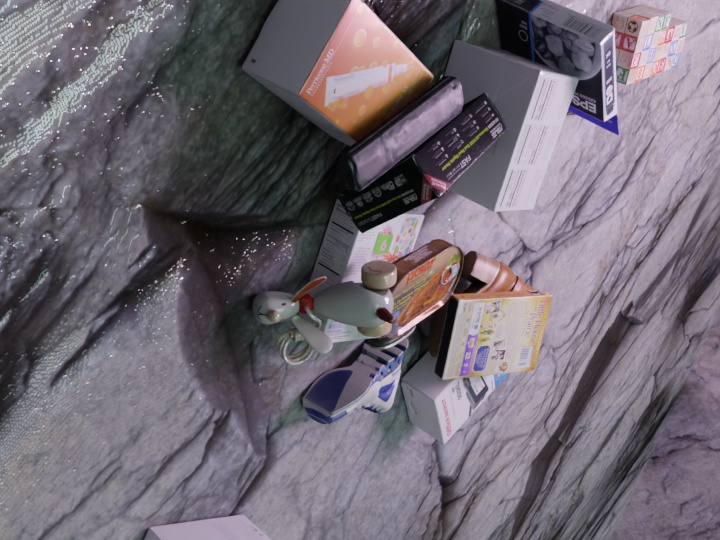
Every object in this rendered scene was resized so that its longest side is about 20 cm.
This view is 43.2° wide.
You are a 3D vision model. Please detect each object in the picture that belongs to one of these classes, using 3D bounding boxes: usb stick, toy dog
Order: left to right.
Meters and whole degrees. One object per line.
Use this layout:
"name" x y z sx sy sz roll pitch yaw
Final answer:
"toy dog" -0.032 0.056 1.193 0.198 0.096 0.133 -25 115 -6
"usb stick" 0.050 -0.163 1.069 0.200 0.032 0.056 -40 135 -27

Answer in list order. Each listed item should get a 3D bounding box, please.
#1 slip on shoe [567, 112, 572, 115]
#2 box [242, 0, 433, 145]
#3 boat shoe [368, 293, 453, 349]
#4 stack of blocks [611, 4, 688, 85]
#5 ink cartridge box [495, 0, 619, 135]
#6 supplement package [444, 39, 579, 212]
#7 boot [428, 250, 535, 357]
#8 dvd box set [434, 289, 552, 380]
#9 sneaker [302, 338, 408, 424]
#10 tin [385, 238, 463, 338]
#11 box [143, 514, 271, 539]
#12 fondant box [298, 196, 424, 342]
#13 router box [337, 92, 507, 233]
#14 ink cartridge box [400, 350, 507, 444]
"slip on shoe" 0.334 -0.292 1.521 0.198 0.076 0.061 -16 87 -36
"box" -0.021 -0.230 1.055 0.199 0.097 0.125 28 93 -56
"boat shoe" 0.075 0.053 1.441 0.199 0.066 0.058 -37 121 -38
"stack of blocks" 0.526 -0.421 1.668 0.199 0.058 0.116 -24 132 -41
"ink cartridge box" 0.288 -0.297 1.330 0.043 0.198 0.201 -41 141 -15
"supplement package" 0.193 -0.208 1.310 0.110 0.155 0.202 -6 119 -48
"boot" 0.213 0.082 1.578 0.154 0.076 0.202 29 78 -26
"dvd box set" 0.225 0.106 1.534 0.198 0.029 0.148 -3 114 -29
"sneaker" 0.006 0.192 1.432 0.199 0.080 0.116 -37 138 -33
"tin" 0.083 0.023 1.347 0.199 0.042 0.113 -30 141 -43
"box" -0.225 0.436 1.299 0.199 0.097 0.125 14 103 -56
"fondant box" 0.000 0.000 1.302 0.144 0.058 0.202 -1 116 -52
"router box" 0.083 -0.141 1.192 0.200 0.149 0.062 -43 104 -41
"ink cartridge box" 0.175 0.191 1.646 0.200 0.084 0.145 -43 142 -23
